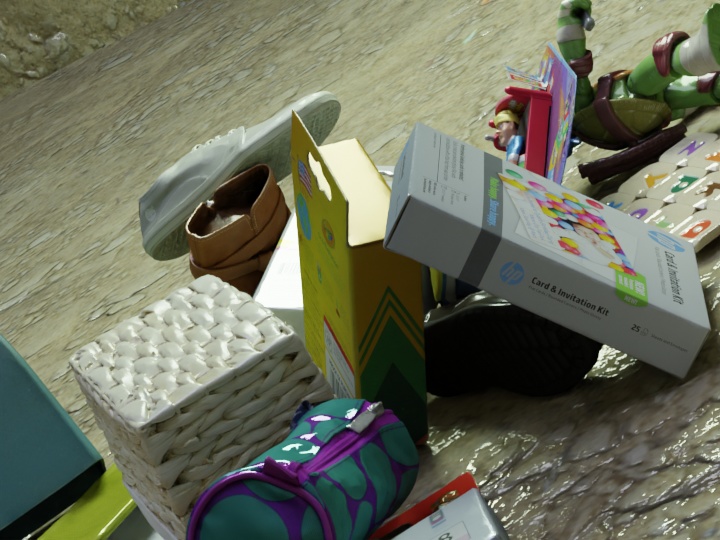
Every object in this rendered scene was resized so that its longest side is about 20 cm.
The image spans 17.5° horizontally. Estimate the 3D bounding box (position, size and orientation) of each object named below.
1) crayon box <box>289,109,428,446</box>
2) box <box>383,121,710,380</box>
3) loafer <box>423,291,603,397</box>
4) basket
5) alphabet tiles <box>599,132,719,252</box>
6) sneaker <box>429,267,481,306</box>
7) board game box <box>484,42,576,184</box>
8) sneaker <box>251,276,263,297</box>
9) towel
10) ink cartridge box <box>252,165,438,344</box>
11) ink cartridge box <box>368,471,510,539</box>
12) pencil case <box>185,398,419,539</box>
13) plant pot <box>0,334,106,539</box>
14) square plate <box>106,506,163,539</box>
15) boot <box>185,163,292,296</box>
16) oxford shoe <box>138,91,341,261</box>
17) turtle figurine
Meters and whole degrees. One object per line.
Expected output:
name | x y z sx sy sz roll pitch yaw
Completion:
crayon box | -0.001 0.005 1.523 0.051 0.201 0.127 -13 36 -13
box | 0.115 -0.015 1.449 0.156 0.199 0.041 -78 14 -70
loafer | 0.096 0.035 1.532 0.071 0.073 0.200 -42 18 -27
basket | -0.092 0.096 1.515 0.135 0.124 0.200 -31 22 -12
alphabet tiles | 0.236 -0.055 1.650 0.200 0.015 0.196 -36 15 -12
sneaker | 0.090 -0.008 1.653 0.082 0.074 0.200 -13 -2 4
board game box | 0.115 -0.085 1.738 0.039 0.159 0.200 11 15 -7
sneaker | -0.017 0.012 1.819 0.077 0.076 0.200 -6 33 41
towel | -0.166 0.148 1.704 0.086 0.018 0.200 -23 16 40
ink cartridge box | 0.000 0.000 1.725 0.117 0.068 0.200 2 34 14
ink cartridge box | 0.004 0.174 1.341 0.162 0.057 0.200 -32 20 1
pencil case | -0.030 0.129 1.330 0.093 0.085 0.200 -65 -9 15
plant pot | -0.307 0.110 1.776 0.141 0.200 0.141 -35 -7 -10
square plate | -0.131 0.186 1.598 0.200 0.029 0.198 -18 20 42
boot | -0.063 -0.029 1.872 0.073 0.155 0.200 15 49 29
oxford shoe | -0.103 -0.086 1.862 0.200 0.058 0.075 -37 -26 16
turtle figurine | 0.226 -0.172 1.794 0.194 0.144 0.200 -10 30 45
